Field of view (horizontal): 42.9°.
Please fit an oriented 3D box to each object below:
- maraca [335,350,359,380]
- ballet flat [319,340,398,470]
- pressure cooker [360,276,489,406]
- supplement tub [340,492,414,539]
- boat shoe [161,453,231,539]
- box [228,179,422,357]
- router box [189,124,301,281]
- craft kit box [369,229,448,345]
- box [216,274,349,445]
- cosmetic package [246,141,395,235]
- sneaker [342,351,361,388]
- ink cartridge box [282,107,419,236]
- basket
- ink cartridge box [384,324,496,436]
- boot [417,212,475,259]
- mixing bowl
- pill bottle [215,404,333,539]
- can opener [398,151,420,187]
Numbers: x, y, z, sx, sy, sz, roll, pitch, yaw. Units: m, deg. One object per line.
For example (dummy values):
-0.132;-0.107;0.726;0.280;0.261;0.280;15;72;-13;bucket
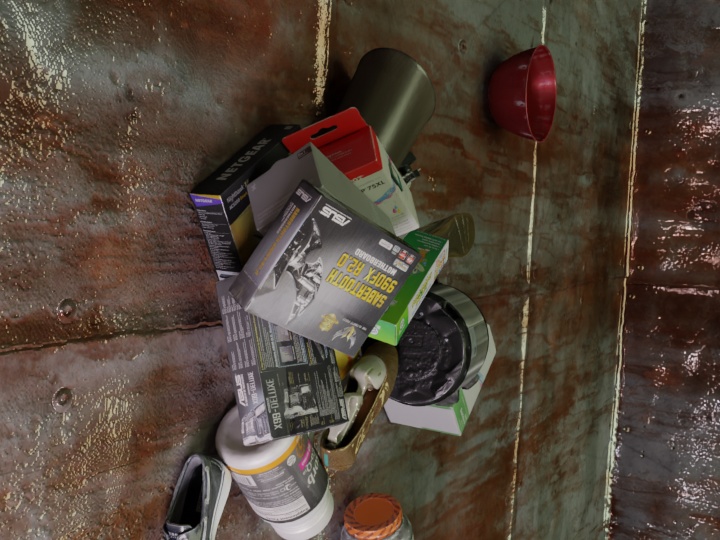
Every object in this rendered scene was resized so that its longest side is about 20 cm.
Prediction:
-0.048;0.102;1.330;0.107;0.137;0.200;44;30;0;maraca
-0.005;0.176;1.261;0.201;0.067;0.073;-61;153;-20;ballet flat
0.107;0.111;1.406;0.177;0.178;0.200;-59;164;14;pressure cooker
0.034;0.480;1.527;0.122;0.121;0.202;-42;129;-50;supplement tub
-0.211;0.324;1.112;0.068;0.071;0.202;48;51;-55;boat shoe
-0.037;0.003;1.096;0.199;0.048;0.159;29;98;-45;box
-0.129;-0.080;1.214;0.200;0.052;0.159;-51;137;-45;router box
0.000;0.000;1.310;0.049;0.198;0.198;89;26;-44;craft kit box
-0.094;0.105;1.143;0.157;0.049;0.202;-1;78;-55;box
-0.042;-0.059;1.165;0.200;0.106;0.091;36;28;-48;cosmetic package
-0.002;0.125;1.473;0.080;0.073;0.201;59;39;-31;sneaker
-0.011;-0.115;1.232;0.200;0.115;0.068;51;22;-50;ink cartridge box
0.013;-0.198;1.375;0.181;0.135;0.201;94;21;-63;basket
0.142;0.183;1.650;0.201;0.144;0.088;-61;144;-36;ink cartridge box
0.087;-0.046;1.503;0.199;0.153;0.073;-30;114;-49;boot
0.335;-0.374;1.945;0.200;0.107;0.203;-17;110;-60;mixing bowl
-0.110;0.271;1.242;0.117;0.115;0.201;-60;143;-37;pill bottle
0.039;-0.149;1.524;0.067;0.052;0.200;55;34;0;can opener
